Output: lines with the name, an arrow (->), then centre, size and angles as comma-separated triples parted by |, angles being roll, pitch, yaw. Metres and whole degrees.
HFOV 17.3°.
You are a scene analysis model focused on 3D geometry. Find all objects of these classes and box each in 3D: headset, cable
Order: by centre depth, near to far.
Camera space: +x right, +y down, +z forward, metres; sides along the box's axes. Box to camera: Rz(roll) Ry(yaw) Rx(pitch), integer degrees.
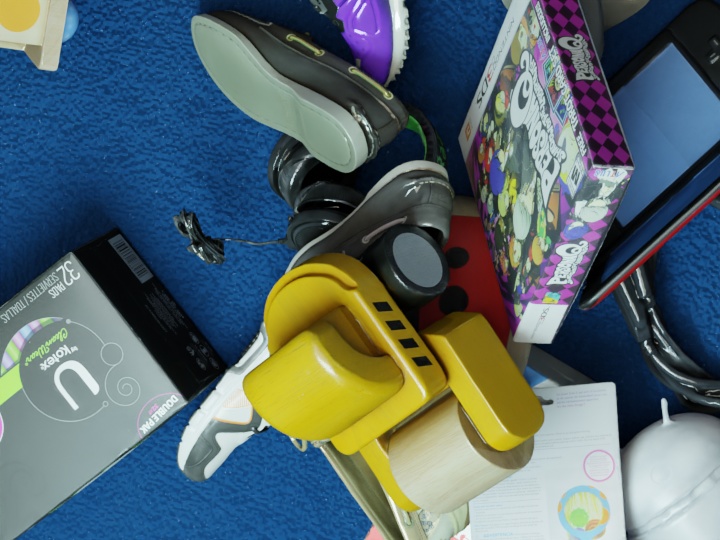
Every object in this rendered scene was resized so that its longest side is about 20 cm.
cable -> 0.272, 0.013, 1.744 | 0.163, 0.051, 0.200 | -26, 90, 11
headset -> -0.035, -0.060, 1.745 | 0.200, 0.124, 0.094 | -29, 138, 11

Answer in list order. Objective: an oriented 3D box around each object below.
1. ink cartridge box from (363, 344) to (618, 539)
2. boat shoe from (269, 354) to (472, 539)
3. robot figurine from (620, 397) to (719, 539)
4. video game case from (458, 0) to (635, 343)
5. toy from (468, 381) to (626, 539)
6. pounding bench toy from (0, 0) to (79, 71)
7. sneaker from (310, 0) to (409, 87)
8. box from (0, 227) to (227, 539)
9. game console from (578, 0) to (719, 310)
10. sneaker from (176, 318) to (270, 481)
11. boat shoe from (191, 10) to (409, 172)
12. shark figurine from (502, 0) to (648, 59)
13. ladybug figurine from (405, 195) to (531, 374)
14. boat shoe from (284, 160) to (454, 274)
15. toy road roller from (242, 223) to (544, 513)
ink cartridge box -> 0.095, 0.155, 1.793 | 0.116, 0.067, 0.200 | 31, 105, 5
boat shoe -> -0.002, 0.127, 1.729 | 0.200, 0.073, 0.063 | 47, 63, 1
robot figurine -> 0.260, 0.187, 1.739 | 0.169, 0.113, 0.200 | -38, 92, 24
video game case -> 0.125, -0.082, 1.644 | 0.036, 0.200, 0.182 | 2, 139, -17
toy -> 0.139, 0.187, 1.720 | 0.115, 0.047, 0.201 | -5, 79, 16
pounding bench toy -> -0.296, -0.241, 1.782 | 0.155, 0.200, 0.125 | 6, 106, -21
sneaker -> -0.021, -0.221, 1.711 | 0.099, 0.070, 0.201 | -9, 125, -5
box -> -0.233, 0.090, 1.823 | 0.200, 0.124, 0.149 | -38, 90, 15
game console -> 0.203, -0.086, 1.667 | 0.200, 0.119, 0.173 | -43, 62, 14
sneaker -> -0.067, 0.092, 1.814 | 0.080, 0.074, 0.200 | 39, 106, 1
boat shoe -> -0.047, -0.141, 1.749 | 0.201, 0.060, 0.072 | 38, 149, 35
shark figurine -> 0.127, -0.221, 1.708 | 0.128, 0.090, 0.215 | -33, 94, 14
ladybug figurine -> 0.061, 0.029, 1.725 | 0.136, 0.072, 0.201 | -28, 51, 32
boat shoe -> 0.000, 0.000, 1.687 | 0.067, 0.057, 0.200 | 16, 136, -28
toy road roller -> 0.011, 0.081, 1.599 | 0.123, 0.146, 0.200 | -38, 87, 41
